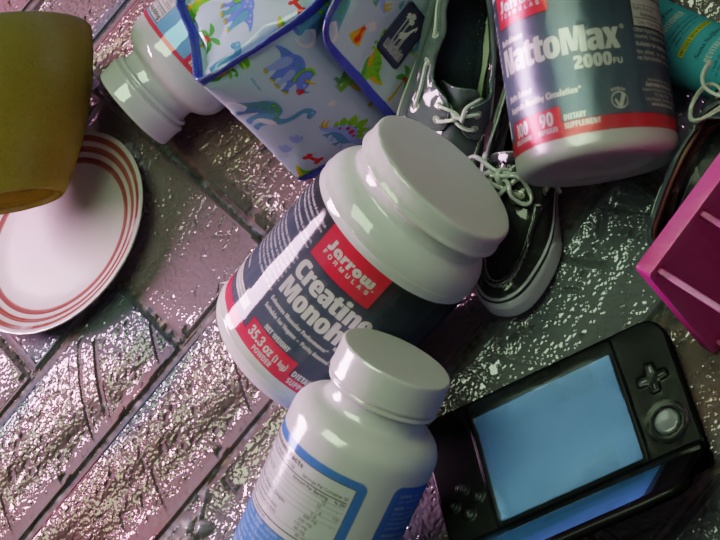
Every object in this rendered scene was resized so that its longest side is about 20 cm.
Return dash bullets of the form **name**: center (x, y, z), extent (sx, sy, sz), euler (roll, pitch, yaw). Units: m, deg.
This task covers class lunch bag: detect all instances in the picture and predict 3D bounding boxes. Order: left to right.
- **lunch bag**: center (-0.017, -0.187, 1.421), extent (0.199, 0.170, 0.128), euler (-29, 53, 13)

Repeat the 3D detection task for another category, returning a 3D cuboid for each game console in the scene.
- **game console**: center (0.126, 0.127, 1.207), extent (0.199, 0.116, 0.177), euler (-26, 55, 18)

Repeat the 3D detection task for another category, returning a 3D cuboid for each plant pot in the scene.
- **plant pot**: center (-0.321, -0.128, 1.559), extent (0.199, 0.200, 0.143), euler (-14, 84, 25)

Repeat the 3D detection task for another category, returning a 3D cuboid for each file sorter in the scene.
- **file sorter**: center (0.306, -0.026, 1.160), extent (0.125, 0.139, 0.201), euler (35, 87, 37)

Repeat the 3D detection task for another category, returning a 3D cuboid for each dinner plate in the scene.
- **dinner plate**: center (-0.272, -0.032, 1.594), extent (0.199, 0.024, 0.202), euler (-14, 60, 25)

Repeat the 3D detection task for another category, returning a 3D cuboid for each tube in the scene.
- **tube**: center (0.233, -0.168, 1.325), extent (0.199, 0.051, 0.077), euler (29, 63, 34)

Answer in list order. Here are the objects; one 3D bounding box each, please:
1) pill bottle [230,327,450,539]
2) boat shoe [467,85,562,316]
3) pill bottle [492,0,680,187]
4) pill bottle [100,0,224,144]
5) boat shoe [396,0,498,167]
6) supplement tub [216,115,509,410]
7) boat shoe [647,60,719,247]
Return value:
- **pill bottle**: center (-0.012, 0.147, 1.245), extent (0.112, 0.112, 0.201), euler (39, 111, 39)
- **boat shoe**: center (0.119, -0.067, 1.341), extent (0.073, 0.068, 0.201), euler (7, 70, 34)
- **pill bottle**: center (0.157, -0.170, 1.277), extent (0.119, 0.119, 0.202), euler (-12, 79, 26)
- **pill bottle**: center (-0.126, -0.207, 1.539), extent (0.200, 0.109, 0.109), euler (-43, 52, 6)
- **boat shoe**: center (0.068, -0.134, 1.365), extent (0.072, 0.062, 0.202), euler (9, 97, -2)
- **supplement tub**: center (0.000, 0.000, 1.306), extent (0.200, 0.140, 0.141), euler (-48, 49, 25)
- **boat shoe**: center (0.256, -0.093, 1.220), extent (0.075, 0.062, 0.201), euler (34, 94, 39)
